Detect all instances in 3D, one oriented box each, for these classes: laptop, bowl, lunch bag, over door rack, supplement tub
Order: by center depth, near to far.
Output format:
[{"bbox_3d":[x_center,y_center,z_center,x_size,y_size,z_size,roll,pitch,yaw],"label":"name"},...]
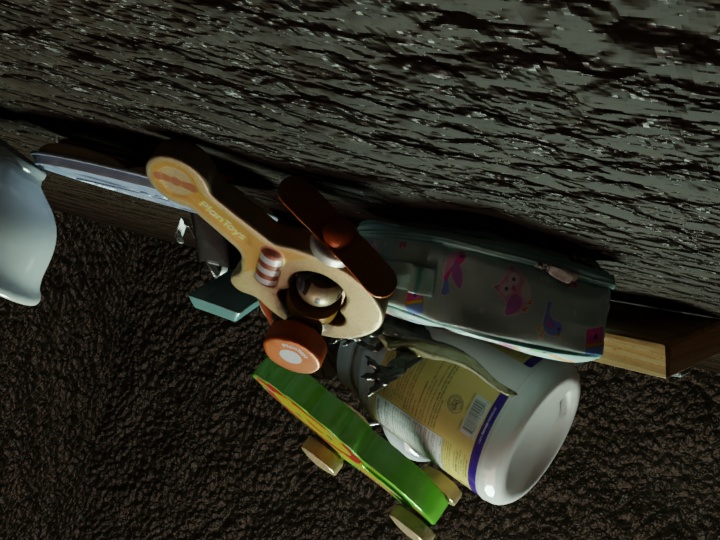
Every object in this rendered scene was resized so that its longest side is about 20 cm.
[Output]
[{"bbox_3d":[0.084,0.011,0.664,0.158,0.079,0.199,17,177,-28],"label":"lunch bag"},{"bbox_3d":[-0.308,-0.066,0.676,0.200,0.091,0.201,36,175,4],"label":"bowl"},{"bbox_3d":[0.088,0.106,0.820,0.199,0.147,0.145,30,-173,33],"label":"supplement tub"},{"bbox_3d":[-0.101,-0.052,1.095,0.184,0.117,0.201,13,149,5],"label":"laptop"},{"bbox_3d":[-0.169,-0.035,1.264,0.146,0.068,0.199,12,-167,-33],"label":"over door rack"}]

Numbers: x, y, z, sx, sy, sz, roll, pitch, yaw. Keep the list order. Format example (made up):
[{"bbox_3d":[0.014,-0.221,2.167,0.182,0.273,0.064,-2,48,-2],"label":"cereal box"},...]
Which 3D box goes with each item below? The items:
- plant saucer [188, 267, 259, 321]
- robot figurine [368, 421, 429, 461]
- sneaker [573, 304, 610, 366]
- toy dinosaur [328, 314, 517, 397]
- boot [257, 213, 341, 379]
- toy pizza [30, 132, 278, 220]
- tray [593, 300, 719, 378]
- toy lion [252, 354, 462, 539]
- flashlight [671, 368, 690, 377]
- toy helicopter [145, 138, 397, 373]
[{"bbox_3d":[-0.136,0.018,1.082,0.069,0.019,0.200,17,-160,14],"label":"plant saucer"},{"bbox_3d":[0.105,0.167,1.089,0.198,0.114,0.169,-29,128,29],"label":"robot figurine"},{"bbox_3d":[0.143,0.043,0.879,0.197,0.092,0.078,14,178,29],"label":"sneaker"},{"bbox_3d":[0.029,0.062,0.702,0.087,0.048,0.199,-5,-163,-32],"label":"toy dinosaur"},{"bbox_3d":[-0.066,0.044,0.925,0.074,0.202,0.108,-20,146,-14],"label":"boot"},{"bbox_3d":[-0.159,-0.073,0.697,0.196,0.032,0.200,14,179,0],"label":"toy pizza"},{"bbox_3d":[0.259,0.062,0.908,0.097,0.038,0.199,-14,-166,-34],"label":"tray"},{"bbox_3d":[-0.011,0.157,0.824,0.198,0.069,0.192,31,163,31],"label":"toy lion"},{"bbox_3d":[0.318,0.081,1.029,0.067,0.069,0.200,3,179,-10],"label":"flashlight"},{"bbox_3d":[-0.058,-0.019,0.595,0.199,0.080,0.131,40,143,-23],"label":"toy helicopter"}]
